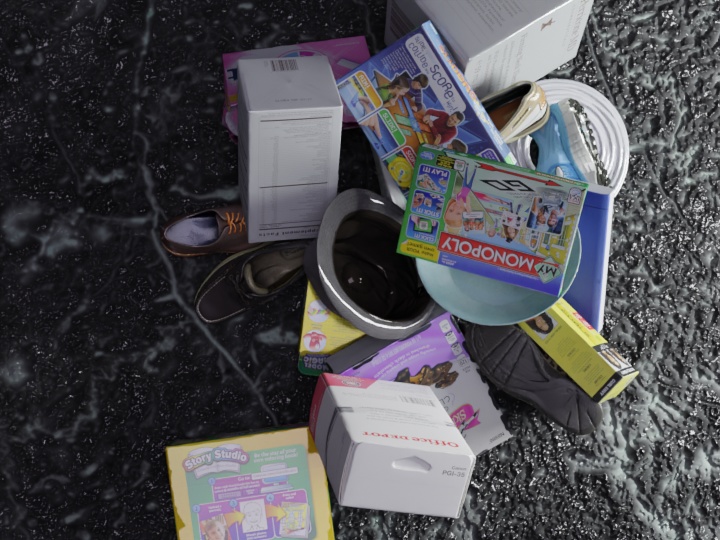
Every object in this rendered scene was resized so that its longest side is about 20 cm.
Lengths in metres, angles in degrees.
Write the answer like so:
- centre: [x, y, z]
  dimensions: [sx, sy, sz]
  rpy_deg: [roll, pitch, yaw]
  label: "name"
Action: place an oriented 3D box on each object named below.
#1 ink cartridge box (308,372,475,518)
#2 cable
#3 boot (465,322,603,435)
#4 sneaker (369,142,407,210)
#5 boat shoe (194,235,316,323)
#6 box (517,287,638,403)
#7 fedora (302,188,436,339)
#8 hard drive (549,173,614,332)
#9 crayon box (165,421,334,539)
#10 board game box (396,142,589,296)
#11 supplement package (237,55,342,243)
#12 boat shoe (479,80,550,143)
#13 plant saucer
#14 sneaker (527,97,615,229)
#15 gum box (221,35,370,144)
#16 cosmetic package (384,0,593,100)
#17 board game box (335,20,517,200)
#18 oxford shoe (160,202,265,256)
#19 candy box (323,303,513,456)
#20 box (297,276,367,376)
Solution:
- centre: [0.030, 0.198, 1.351]
  dimensions: [0.146, 0.200, 0.083]
  rpy_deg: [9, 105, -15]
  label: "ink cartridge box"
- centre: [0.255, -0.155, 1.549]
  dimensions: [0.200, 0.069, 0.200]
  rpy_deg: [17, 87, -4]
  label: "cable"
- centre: [0.223, 0.127, 1.499]
  dimensions: [0.200, 0.151, 0.073]
  rpy_deg: [36, 97, 8]
  label: "boot"
- centre: [0.081, -0.137, 1.517]
  dimensions: [0.118, 0.074, 0.201]
  rpy_deg: [-10, 74, -6]
  label: "sneaker"
- centre: [-0.135, 0.007, 1.489]
  dimensions: [0.200, 0.065, 0.073]
  rpy_deg: [-35, 99, 15]
  label: "boat shoe"
- centre: [0.249, 0.075, 1.448]
  dimensions: [0.200, 0.075, 0.050]
  rpy_deg: [46, 111, 21]
  label: "box"
- centre: [0.000, 0.000, 1.430]
  dimensions: [0.200, 0.090, 0.177]
  rpy_deg: [25, 63, -33]
  label: "fedora"
- centre: [0.250, -0.024, 1.486]
  dimensions: [0.132, 0.025, 0.200]
  rpy_deg: [16, 125, 28]
  label: "hard drive"
- centre: [-0.141, 0.295, 1.508]
  dimensions: [0.200, 0.058, 0.173]
  rpy_deg: [-7, 88, -5]
  label: "crayon box"
- centre: [0.152, -0.060, 1.364]
  dimensions: [0.200, 0.029, 0.135]
  rpy_deg: [15, 108, 12]
  label: "board game box"
- centre: [-0.090, -0.145, 1.417]
  dimensions: [0.114, 0.110, 0.200]
  rpy_deg: [-4, 133, -11]
  label: "supplement package"
- centre: [0.137, -0.170, 1.437]
  dimensions: [0.200, 0.068, 0.075]
  rpy_deg: [-35, 64, 5]
  label: "boat shoe"
- centre: [0.168, -0.020, 1.429]
  dimensions: [0.201, 0.039, 0.201]
  rpy_deg: [-4, 67, 9]
  label: "plant saucer"
- centre: [0.264, -0.115, 1.489]
  dimensions: [0.090, 0.078, 0.200]
  rpy_deg: [-15, 98, 26]
  label: "sneaker"
- centre: [-0.081, -0.231, 1.495]
  dimensions: [0.200, 0.114, 0.066]
  rpy_deg: [-9, 134, -5]
  label: "gum box"
- centre: [0.157, -0.321, 1.465]
  dimensions: [0.200, 0.167, 0.166]
  rpy_deg: [-32, 72, -12]
  label: "cosmetic package"
- centre: [0.077, -0.175, 1.388]
  dimensions: [0.135, 0.034, 0.200]
  rpy_deg: [-28, 99, 26]
  label: "board game box"
- centre: [-0.158, -0.054, 1.508]
  dimensions: [0.200, 0.073, 0.071]
  rpy_deg: [-13, 89, -6]
  label: "oxford shoe"
- centre: [0.076, 0.164, 1.498]
  dimensions: [0.168, 0.072, 0.200]
  rpy_deg: [-30, 109, -6]
  label: "candy box"
- centre: [-0.017, 0.042, 1.532]
  dimensions: [0.117, 0.048, 0.200]
  rpy_deg: [8, 86, -6]
  label: "box"
